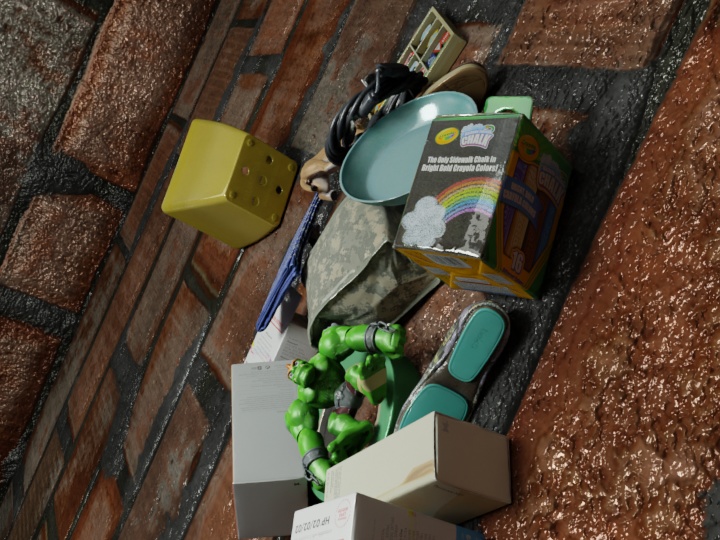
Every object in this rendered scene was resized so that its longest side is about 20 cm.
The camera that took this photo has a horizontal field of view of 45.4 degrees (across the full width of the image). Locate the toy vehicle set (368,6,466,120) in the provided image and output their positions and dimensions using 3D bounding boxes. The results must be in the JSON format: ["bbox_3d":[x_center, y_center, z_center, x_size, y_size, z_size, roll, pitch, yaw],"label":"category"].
[{"bbox_3d":[0.083,-0.299,1.344,0.202,0.026,0.125,-56,28,22],"label":"toy vehicle set"}]

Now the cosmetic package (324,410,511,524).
[{"bbox_3d":[0.054,0.224,0.896,0.200,0.104,0.072,-40,38,45],"label":"cosmetic package"}]

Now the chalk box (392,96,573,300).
[{"bbox_3d":[0.140,-0.090,0.928,0.123,0.123,0.204,8,74,43],"label":"chalk box"}]

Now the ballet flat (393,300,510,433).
[{"bbox_3d":[0.103,0.119,0.947,0.203,0.071,0.072,-60,27,14],"label":"ballet flat"}]

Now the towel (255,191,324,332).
[{"bbox_3d":[-0.102,-0.014,1.298,0.146,0.023,0.202,-58,9,38],"label":"towel"}]

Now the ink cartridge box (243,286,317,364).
[{"bbox_3d":[-0.122,0.128,1.345,0.203,0.067,0.115,-66,25,4],"label":"ink cartridge box"}]

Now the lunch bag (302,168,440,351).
[{"bbox_3d":[0.000,0.000,1.153,0.200,0.117,0.166,-44,31,25],"label":"lunch bag"}]

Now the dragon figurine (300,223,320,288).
[{"bbox_3d":[-0.053,0.003,1.325,0.099,0.058,0.203,-40,36,42],"label":"dragon figurine"}]

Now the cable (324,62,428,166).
[{"bbox_3d":[0.025,-0.219,1.215,0.164,0.051,0.199,-56,-11,25],"label":"cable"}]

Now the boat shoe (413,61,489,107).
[{"bbox_3d":[0.109,-0.237,1.202,0.200,0.071,0.073,-44,31,52],"label":"boat shoe"}]

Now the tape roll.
[{"bbox_3d":[0.002,0.195,1.081,0.200,0.047,0.203,-44,33,39],"label":"tape roll"}]

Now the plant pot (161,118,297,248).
[{"bbox_3d":[-0.237,-0.171,1.688,0.175,0.198,0.204,3,71,49],"label":"plant pot"}]

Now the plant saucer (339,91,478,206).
[{"bbox_3d":[0.066,-0.147,1.090,0.197,0.036,0.202,-23,37,19],"label":"plant saucer"}]

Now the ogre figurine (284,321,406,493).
[{"bbox_3d":[-0.029,0.148,1.026,0.119,0.097,0.205,21,103,47],"label":"ogre figurine"}]

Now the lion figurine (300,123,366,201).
[{"bbox_3d":[-0.041,-0.172,1.342,0.199,0.074,0.121,-35,28,-34],"label":"lion figurine"}]

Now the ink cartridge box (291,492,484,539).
[{"bbox_3d":[0.008,0.268,0.819,0.115,0.197,0.069,-32,41,47],"label":"ink cartridge box"}]

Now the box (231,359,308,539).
[{"bbox_3d":[-0.125,0.241,1.176,0.202,0.095,0.126,-101,10,-49],"label":"box"}]
